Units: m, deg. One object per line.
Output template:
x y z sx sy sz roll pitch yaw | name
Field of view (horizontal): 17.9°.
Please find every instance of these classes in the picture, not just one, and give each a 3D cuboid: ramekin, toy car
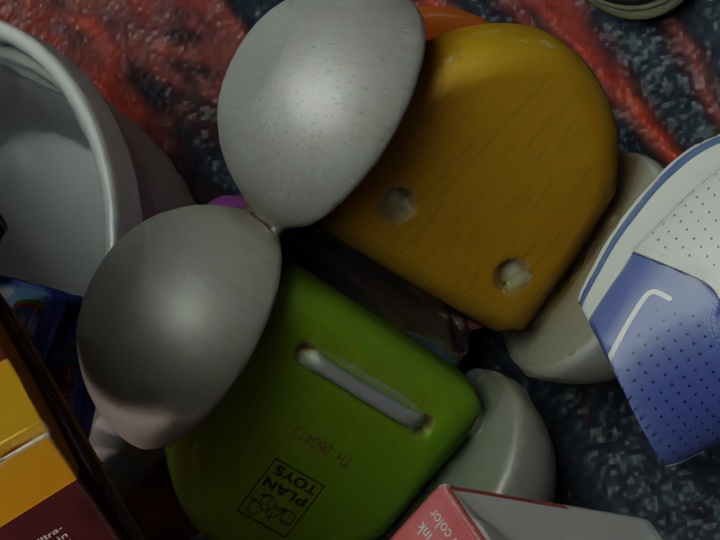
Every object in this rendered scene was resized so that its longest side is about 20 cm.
-0.149 0.013 0.864 0.199 0.105 0.202 -7 73 25 | ramekin
0.000 0.000 0.778 0.201 0.174 0.150 -57 26 4 | toy car

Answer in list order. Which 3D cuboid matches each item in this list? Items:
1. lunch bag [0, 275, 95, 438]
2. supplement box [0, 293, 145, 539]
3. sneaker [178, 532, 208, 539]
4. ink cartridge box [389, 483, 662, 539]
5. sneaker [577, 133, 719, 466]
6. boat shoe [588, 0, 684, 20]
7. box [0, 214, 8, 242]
-0.172 0.080 0.762 0.150 0.094 0.201 5 69 28 | lunch bag
-0.144 0.055 0.599 0.132 0.200 0.198 -31 55 -7 | supplement box
-0.070 0.135 0.819 0.199 0.078 0.087 9 74 20 | sneaker
0.010 0.159 0.677 0.200 0.116 0.068 -49 55 18 | ink cartridge box
0.165 -0.010 0.683 0.199 0.081 0.115 -35 24 3 | sneaker
0.123 -0.187 0.799 0.072 0.065 0.201 29 92 28 | boat shoe
-0.235 -0.002 0.772 0.200 0.046 0.159 -40 45 -5 | box
